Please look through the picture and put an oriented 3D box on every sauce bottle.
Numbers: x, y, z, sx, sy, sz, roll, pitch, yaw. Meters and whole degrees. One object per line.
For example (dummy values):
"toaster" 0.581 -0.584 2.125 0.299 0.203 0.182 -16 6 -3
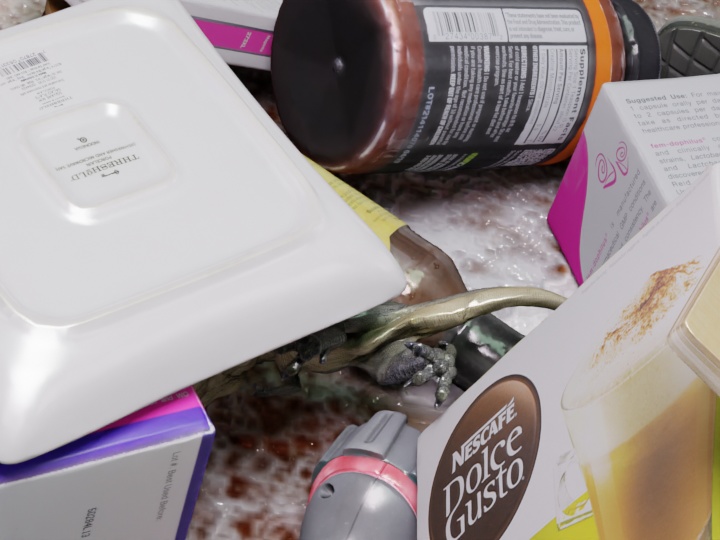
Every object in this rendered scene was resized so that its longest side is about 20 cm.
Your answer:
"sauce bottle" 0.000 0.000 0.936 0.199 0.065 0.065 33 49 14

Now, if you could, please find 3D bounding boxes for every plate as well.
"plate" -0.108 -0.037 0.802 0.199 0.032 0.200 -23 59 -32

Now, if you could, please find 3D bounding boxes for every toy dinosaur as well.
"toy dinosaur" 0.007 0.031 0.858 0.198 0.048 0.088 -9 7 9

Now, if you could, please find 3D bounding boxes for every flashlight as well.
"flashlight" -0.023 0.141 0.801 0.068 0.068 0.200 54 43 -14

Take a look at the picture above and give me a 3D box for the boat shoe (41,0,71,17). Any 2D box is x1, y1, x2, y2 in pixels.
"boat shoe" -0.125 -0.084 0.965 0.070 0.071 0.200 12 27 -14

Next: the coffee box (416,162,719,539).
"coffee box" 0.153 0.121 0.749 0.199 0.200 0.199 24 44 -23

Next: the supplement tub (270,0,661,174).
"supplement tub" 0.059 -0.104 1.004 0.199 0.107 0.107 -5 50 -39

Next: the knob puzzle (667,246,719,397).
"knob puzzle" 0.196 0.051 0.664 0.218 0.030 0.221 24 43 -24

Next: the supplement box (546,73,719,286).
"supplement box" 0.180 0.011 0.955 0.102 0.102 0.201 -8 53 -23

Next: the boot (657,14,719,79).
"boot" 0.248 -0.122 1.124 0.198 0.068 0.131 16 42 -12

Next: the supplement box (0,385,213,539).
"supplement box" -0.151 0.028 0.832 0.103 0.102 0.201 -12 54 -26

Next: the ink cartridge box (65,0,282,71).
"ink cartridge box" -0.076 -0.140 1.011 0.095 0.037 0.199 41 24 31
